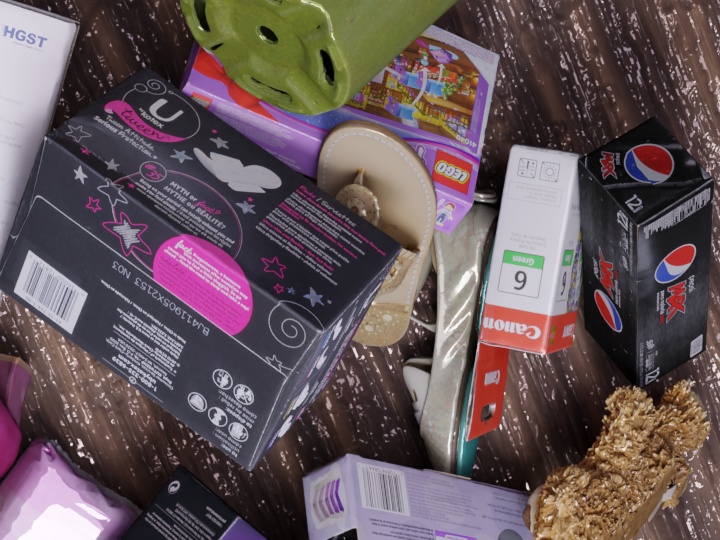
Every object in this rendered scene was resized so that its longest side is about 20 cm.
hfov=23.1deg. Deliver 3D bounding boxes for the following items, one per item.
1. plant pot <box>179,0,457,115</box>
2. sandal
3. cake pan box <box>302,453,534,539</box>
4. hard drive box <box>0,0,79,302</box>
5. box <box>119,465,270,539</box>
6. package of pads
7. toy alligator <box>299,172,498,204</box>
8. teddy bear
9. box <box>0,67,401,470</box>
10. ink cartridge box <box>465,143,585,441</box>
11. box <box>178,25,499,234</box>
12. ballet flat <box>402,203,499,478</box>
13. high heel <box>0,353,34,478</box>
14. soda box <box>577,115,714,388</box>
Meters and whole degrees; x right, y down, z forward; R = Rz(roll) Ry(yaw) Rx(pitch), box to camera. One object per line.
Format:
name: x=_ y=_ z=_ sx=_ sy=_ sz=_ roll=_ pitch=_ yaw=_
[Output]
plant pot: x=-0.011 y=-0.201 z=1.076 sx=0.200 sy=0.200 sz=0.190 roll=44 pitch=62 yaw=-15
sandal: x=0.006 y=0.001 z=1.129 sx=0.077 sy=0.212 sz=0.070 roll=8 pitch=54 yaw=7
cake pan box: x=0.051 y=0.225 z=1.152 sx=0.199 sy=0.052 sz=0.185 roll=17 pitch=54 yaw=-42
hard drive box: x=-0.279 y=-0.082 z=1.101 sx=0.155 sy=0.077 sz=0.201 roll=17 pitch=91 yaw=-17
box: x=-0.088 y=0.242 z=1.145 sx=0.141 sy=0.079 sz=0.200 roll=-50 pitch=133 yaw=-7
package of pads: x=-0.219 y=0.219 z=1.149 sx=0.120 sy=0.076 sz=0.200 roll=37 pitch=85 yaw=-15
toy alligator: x=0.004 y=-0.086 z=1.192 sx=0.199 sy=0.059 sz=0.055 roll=8 pitch=93 yaw=-17
teddy bear: x=0.177 y=0.147 z=1.227 sx=0.200 sy=0.067 sz=0.145 roll=-42 pitch=149 yaw=-32
box: x=-0.099 y=-0.002 z=1.069 sx=0.200 sy=0.115 sz=0.132 roll=35 pitch=129 yaw=8
ink cartridge box: x=0.120 y=0.018 z=1.207 sx=0.050 sy=0.109 sz=0.201 roll=10 pitch=93 yaw=16
box: x=-0.013 y=-0.121 z=1.149 sx=0.199 sy=0.039 sz=0.137 roll=23 pitch=52 yaw=-12
ballet flat: x=0.060 y=0.052 z=1.229 sx=0.062 sy=0.067 sz=0.201 roll=10 pitch=93 yaw=16
high heel: x=-0.260 y=0.079 z=1.069 sx=0.067 sy=0.200 sz=0.097 roll=8 pitch=73 yaw=25
soda box: x=0.192 y=-0.007 z=1.192 sx=0.063 sy=0.071 sz=0.200 roll=-28 pitch=145 yaw=-12
